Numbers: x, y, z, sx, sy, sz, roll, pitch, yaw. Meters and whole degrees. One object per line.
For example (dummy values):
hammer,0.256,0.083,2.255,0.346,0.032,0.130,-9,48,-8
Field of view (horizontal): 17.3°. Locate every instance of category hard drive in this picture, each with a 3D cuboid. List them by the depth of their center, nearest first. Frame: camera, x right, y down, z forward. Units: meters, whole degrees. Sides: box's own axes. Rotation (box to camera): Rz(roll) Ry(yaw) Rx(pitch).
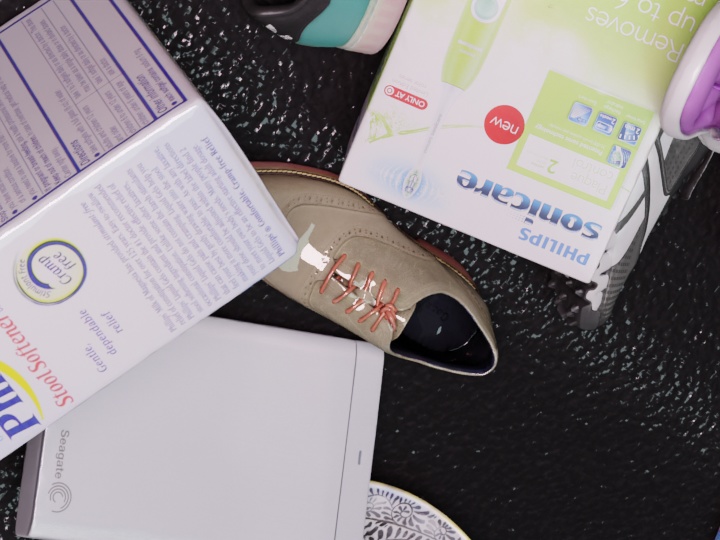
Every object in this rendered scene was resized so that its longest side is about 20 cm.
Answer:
hard drive,-0.085,0.092,1.304,0.200,0.027,0.132,10,83,-27

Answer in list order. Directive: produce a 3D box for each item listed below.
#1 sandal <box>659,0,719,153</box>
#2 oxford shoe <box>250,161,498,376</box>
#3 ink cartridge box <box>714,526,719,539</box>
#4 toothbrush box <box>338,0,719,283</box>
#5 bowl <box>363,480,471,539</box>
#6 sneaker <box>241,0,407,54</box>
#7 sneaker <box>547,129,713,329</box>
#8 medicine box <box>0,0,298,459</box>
sandal,0.201,-0.097,1.219,0.083,0.050,0.203,-66,164,6
oxford shoe,0.000,0.000,1.294,0.200,0.075,0.071,23,107,-31
ink cartridge box,0.307,0.194,1.528,0.144,0.084,0.200,6,115,-26
toothbrush box,0.093,-0.118,1.233,0.145,0.086,0.200,23,110,-3
bowl,-0.017,0.229,1.382,0.200,0.094,0.201,7,70,-18
sneaker,-0.002,-0.203,1.184,0.080,0.071,0.200,4,117,-30
sneaker,0.161,-0.057,1.338,0.090,0.066,0.200,-2,115,-20
medicine box,-0.160,-0.028,1.144,0.200,0.182,0.103,-35,125,-2
